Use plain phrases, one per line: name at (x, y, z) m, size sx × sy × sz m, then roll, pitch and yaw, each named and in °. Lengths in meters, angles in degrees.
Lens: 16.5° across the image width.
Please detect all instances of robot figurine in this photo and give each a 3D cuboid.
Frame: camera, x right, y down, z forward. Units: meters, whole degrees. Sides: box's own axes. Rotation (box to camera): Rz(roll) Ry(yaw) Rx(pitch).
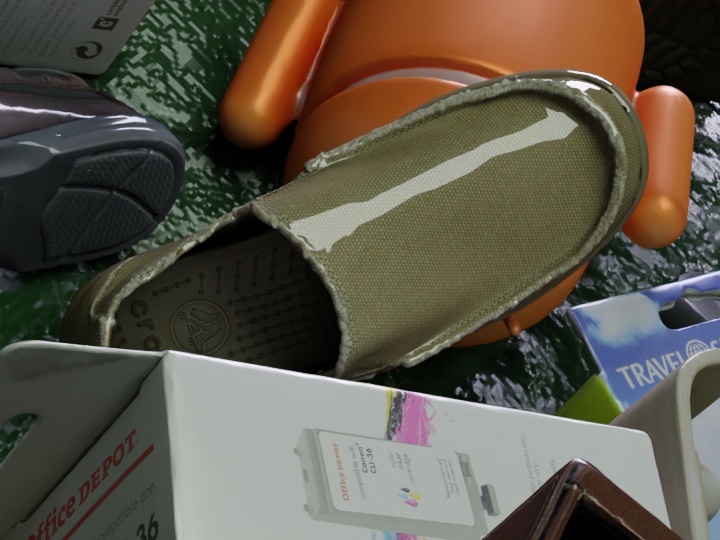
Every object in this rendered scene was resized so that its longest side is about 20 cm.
robot figurine at (0.037, -0.055, 0.900) m, size 0.144 × 0.117 × 0.200 m, roll 41°, pitch 43°, yaw -22°

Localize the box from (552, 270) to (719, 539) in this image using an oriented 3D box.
box at (0.148, 0.097, 0.859) m, size 0.122 × 0.048 × 0.200 m, roll -12°, pitch 64°, yaw -42°

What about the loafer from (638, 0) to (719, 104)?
loafer at (0.144, -0.117, 1.058) m, size 0.200 × 0.076 × 0.068 m, roll 24°, pitch 45°, yaw -32°

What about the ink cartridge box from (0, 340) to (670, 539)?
ink cartridge box at (-0.025, 0.085, 0.693) m, size 0.200 × 0.116 × 0.068 m, roll 11°, pitch 52°, yaw -27°

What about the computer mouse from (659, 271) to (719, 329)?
computer mouse at (0.190, 0.045, 0.997) m, size 0.200 × 0.034 × 0.059 m, roll 17°, pitch 27°, yaw -31°

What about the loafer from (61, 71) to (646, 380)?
loafer at (0.000, 0.000, 0.779) m, size 0.076 × 0.200 × 0.067 m, roll 62°, pitch 1°, yaw -6°

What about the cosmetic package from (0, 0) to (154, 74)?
cosmetic package at (-0.171, -0.135, 0.845) m, size 0.200 × 0.071 × 0.102 m, roll 3°, pitch 56°, yaw -33°

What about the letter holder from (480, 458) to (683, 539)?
letter holder at (0.012, 0.165, 0.597) m, size 0.101 × 0.200 × 0.142 m, roll 39°, pitch 44°, yaw -4°

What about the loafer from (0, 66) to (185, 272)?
loafer at (-0.149, -0.034, 0.796) m, size 0.200 × 0.072 × 0.063 m, roll -4°, pitch 40°, yaw -44°

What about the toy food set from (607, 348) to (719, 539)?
toy food set at (0.082, 0.140, 0.759) m, size 0.060 × 0.144 × 0.200 m, roll 20°, pitch 47°, yaw -26°
